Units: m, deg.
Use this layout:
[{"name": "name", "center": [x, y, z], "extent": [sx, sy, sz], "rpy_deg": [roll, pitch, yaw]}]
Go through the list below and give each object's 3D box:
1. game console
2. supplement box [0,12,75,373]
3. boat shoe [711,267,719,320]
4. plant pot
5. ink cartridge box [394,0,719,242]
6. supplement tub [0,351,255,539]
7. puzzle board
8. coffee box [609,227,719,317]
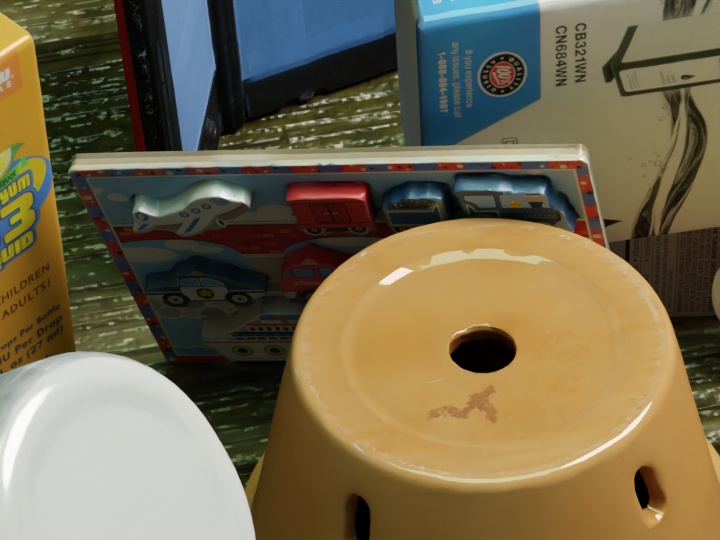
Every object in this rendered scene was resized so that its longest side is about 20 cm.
[{"name": "game console", "center": [-0.031, -0.121, 1.195], "extent": [0.118, 0.201, 0.173], "rpy_deg": [1, 43, 7]}, {"name": "supplement box", "center": [-0.162, -0.015, 1.093], "extent": [0.069, 0.201, 0.066], "rpy_deg": [30, 53, 32]}, {"name": "boat shoe", "center": [0.243, 0.021, 1.117], "extent": [0.199, 0.075, 0.062], "rpy_deg": [13, 47, 16]}, {"name": "plant pot", "center": [0.047, 0.076, 1.027], "extent": [0.199, 0.140, 0.201], "rpy_deg": [-2, 43, 2]}, {"name": "ink cartridge box", "center": [0.116, -0.088, 1.076], "extent": [0.199, 0.146, 0.085], "rpy_deg": [-8, 51, -2]}, {"name": "supplement tub", "center": [-0.141, 0.106, 0.933], "extent": [0.200, 0.123, 0.123], "rpy_deg": [-18, 30, 41]}, {"name": "puzzle board", "center": [0.000, 0.000, 1.090], "extent": [0.199, 0.151, 0.017], "rpy_deg": [0, 58, 13]}, {"name": "coffee box", "center": [0.128, -0.045, 1.190], "extent": [0.199, 0.080, 0.113], "rpy_deg": [-2, 46, 3]}]
